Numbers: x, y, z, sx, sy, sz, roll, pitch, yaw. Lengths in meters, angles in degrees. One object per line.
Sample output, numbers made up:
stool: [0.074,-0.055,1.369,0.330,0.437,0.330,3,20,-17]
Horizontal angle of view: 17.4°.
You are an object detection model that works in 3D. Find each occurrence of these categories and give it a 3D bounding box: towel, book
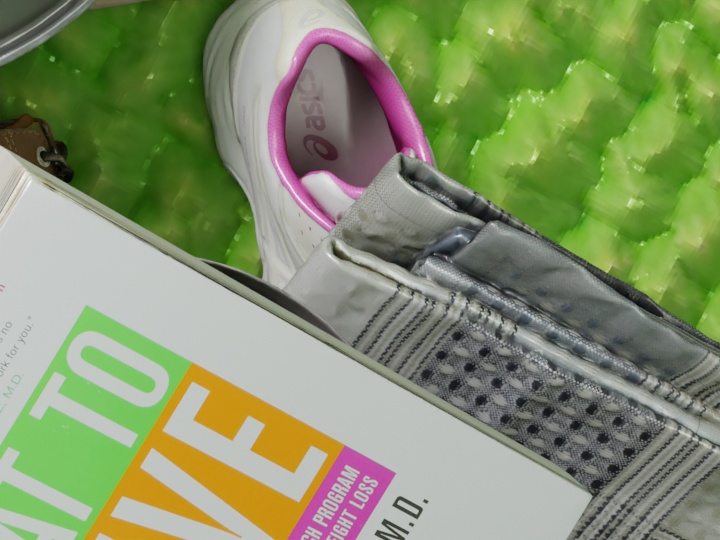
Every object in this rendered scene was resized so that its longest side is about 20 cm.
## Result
towel: [0.037,0.074,0.792,0.192,0.035,0.200,30,123,-12]
book: [-0.049,0.073,0.669,0.199,0.048,0.134,30,92,-24]

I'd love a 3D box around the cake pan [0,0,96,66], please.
cake pan: [-0.151,-0.151,0.700,0.199,0.037,0.202,0,75,-1]

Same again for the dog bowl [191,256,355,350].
dog bowl: [-0.082,0.088,0.711,0.199,0.059,0.201,-3,100,-18]

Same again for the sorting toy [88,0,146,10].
sorting toy: [-0.046,-0.192,0.804,0.199,0.036,0.186,-10,97,-6]

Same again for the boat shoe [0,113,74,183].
boat shoe: [-0.126,-0.023,0.781,0.200,0.072,0.068,41,88,-13]

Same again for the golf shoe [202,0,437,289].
golf shoe: [0.000,0.000,0.803,0.075,0.091,0.201,-22,101,-11]
